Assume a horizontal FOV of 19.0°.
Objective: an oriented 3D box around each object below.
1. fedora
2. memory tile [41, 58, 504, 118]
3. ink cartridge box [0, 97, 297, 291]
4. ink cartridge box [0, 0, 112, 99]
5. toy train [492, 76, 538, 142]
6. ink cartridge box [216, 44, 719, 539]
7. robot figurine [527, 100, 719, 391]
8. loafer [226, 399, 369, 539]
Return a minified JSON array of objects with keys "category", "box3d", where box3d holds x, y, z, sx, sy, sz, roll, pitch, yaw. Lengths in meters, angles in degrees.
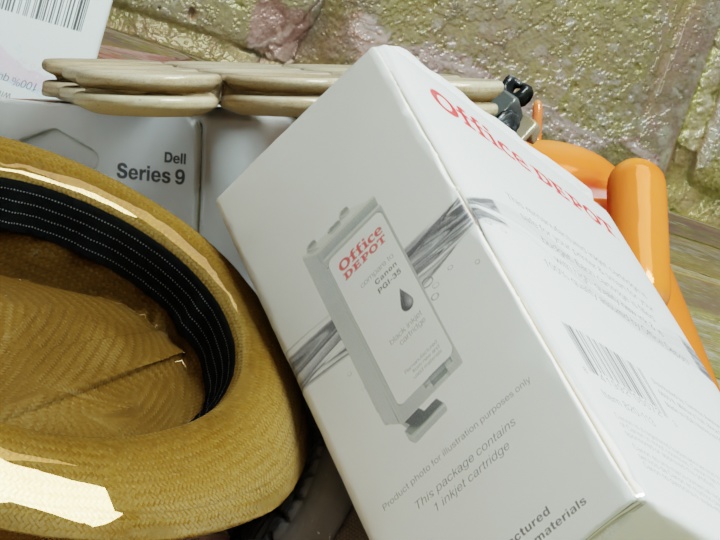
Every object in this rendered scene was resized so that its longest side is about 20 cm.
[{"category":"fedora","box3d":[-0.112,0.036,0.652,0.199,0.082,0.201,24,29,-14]},{"category":"memory tile","box3d":[-0.041,-0.068,0.810,0.152,0.017,0.200,0,7,-13]},{"category":"ink cartridge box","box3d":[-0.079,-0.031,0.940,0.145,0.085,0.200,6,5,28]},{"category":"ink cartridge box","box3d":[-0.209,-0.111,1.061,0.144,0.202,0.087,14,6,-23]},{"category":"toy train","box3d":[0.000,0.000,0.848,0.034,0.200,0.046,36,-15,32]},{"category":"ink cartridge box","box3d":[0.054,0.043,0.682,0.146,0.083,0.201,31,23,-45]},{"category":"robot figurine","box3d":[0.084,0.028,0.911,0.116,0.201,0.144,-18,-32,-1]},{"category":"loafer","box3d":[-0.004,0.085,0.745,0.071,0.073,0.200,37,10,-6]}]
